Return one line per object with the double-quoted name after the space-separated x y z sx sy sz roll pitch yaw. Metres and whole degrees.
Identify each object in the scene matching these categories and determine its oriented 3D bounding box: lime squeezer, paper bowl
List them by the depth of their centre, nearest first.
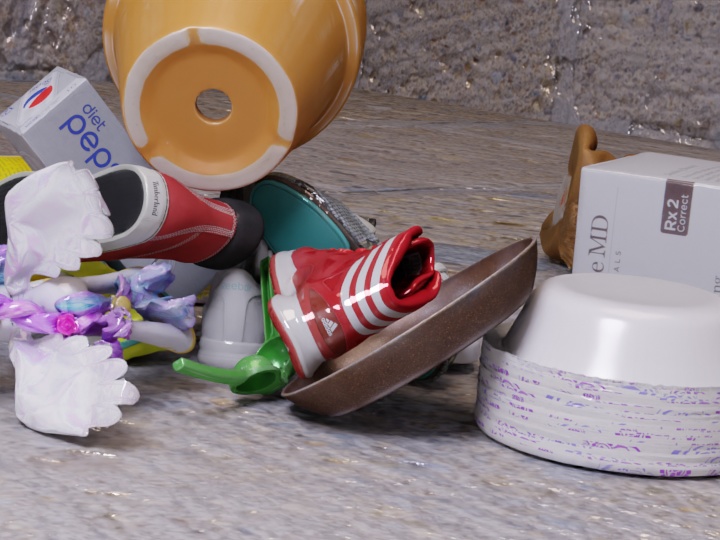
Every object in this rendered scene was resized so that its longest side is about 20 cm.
0.180 0.064 1.295 0.200 0.105 0.201 6 11 -1 "paper bowl"
-0.072 0.053 1.318 0.038 0.071 0.200 -11 16 19 "lime squeezer"

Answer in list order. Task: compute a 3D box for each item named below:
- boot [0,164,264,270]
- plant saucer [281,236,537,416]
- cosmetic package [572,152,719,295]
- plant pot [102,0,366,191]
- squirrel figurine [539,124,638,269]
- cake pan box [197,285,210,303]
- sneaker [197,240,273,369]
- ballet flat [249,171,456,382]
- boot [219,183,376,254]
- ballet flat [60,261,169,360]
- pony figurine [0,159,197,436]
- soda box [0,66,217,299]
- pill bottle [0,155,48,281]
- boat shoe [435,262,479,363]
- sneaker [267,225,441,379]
-0.172 -0.027 1.388 0.200 0.073 0.144 -4 -12 39 "boot"
0.040 0.043 1.286 0.200 0.035 0.200 -32 2 1 "plant saucer"
0.284 0.004 1.518 0.199 0.165 0.165 9 11 25 "cosmetic package"
-0.100 -0.152 1.416 0.199 0.201 0.183 5 28 1 "plant pot"
0.298 -0.042 1.989 0.186 0.142 0.200 15 23 -5 "squirrel figurine"
-0.084 -0.008 1.729 0.184 0.052 0.200 6 10 -10 "cake pan box"
-0.085 0.015 1.473 0.075 0.089 0.200 4 9 -2 "sneaker"
0.000 0.000 1.442 0.200 0.072 0.072 46 19 9 "ballet flat"
-0.047 -0.040 1.546 0.130 0.068 0.200 6 -4 -1 "boot"
-0.201 0.026 1.451 0.067 0.067 0.200 -30 25 -20 "ballet flat"
-0.198 0.026 1.236 0.193 0.167 0.200 -8 -8 33 "pony figurine"
-0.190 -0.057 1.480 0.068 0.200 0.063 -43 31 -14 "soda box"
-0.296 -0.043 1.638 0.200 0.110 0.109 -2 12 -36 "pill bottle"
0.045 0.025 1.541 0.071 0.070 0.200 3 10 -14 "boat shoe"
0.002 0.013 1.320 0.115 0.079 0.200 -23 16 4 "sneaker"
